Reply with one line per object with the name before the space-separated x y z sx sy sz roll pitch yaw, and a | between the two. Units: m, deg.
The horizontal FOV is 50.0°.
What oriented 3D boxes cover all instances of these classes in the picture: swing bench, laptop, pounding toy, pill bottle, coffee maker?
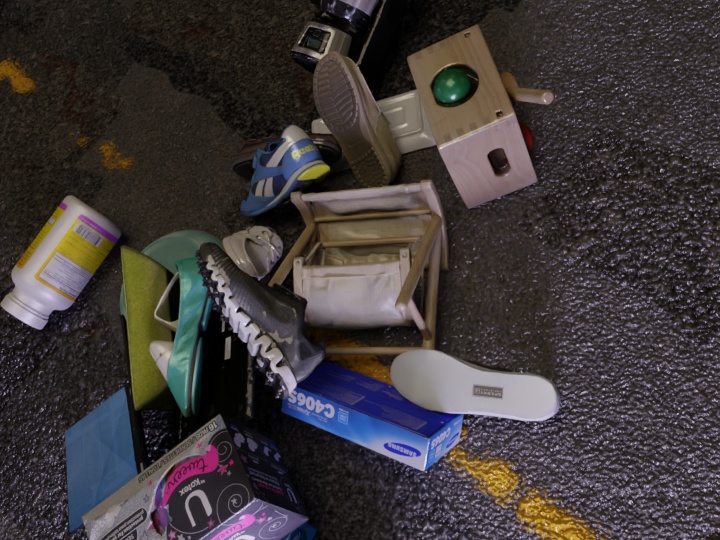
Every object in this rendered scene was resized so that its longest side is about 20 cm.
swing bench | 0.000 0.000 0.993 0.198 0.130 0.201 -2 52 23
laptop | -0.171 0.131 0.986 0.199 0.103 0.178 -22 58 34
pounding toy | 0.160 -0.200 0.976 0.141 0.200 0.185 -22 60 12
pill bottle | -0.475 -0.011 1.219 0.104 0.104 0.201 28 79 31
coffee maker | 0.006 -0.374 1.161 0.135 0.191 0.201 32 103 52
laptop | -0.351 0.202 1.033 0.115 0.201 0.188 -10 37 -17

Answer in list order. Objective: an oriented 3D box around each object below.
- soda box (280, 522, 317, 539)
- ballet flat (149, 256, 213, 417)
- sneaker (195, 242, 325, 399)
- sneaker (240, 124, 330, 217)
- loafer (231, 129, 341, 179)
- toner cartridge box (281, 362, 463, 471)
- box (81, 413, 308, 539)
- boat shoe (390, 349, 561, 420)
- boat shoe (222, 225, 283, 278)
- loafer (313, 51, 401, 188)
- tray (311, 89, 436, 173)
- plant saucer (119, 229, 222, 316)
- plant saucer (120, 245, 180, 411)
soda box | -0.157 0.302 0.956 0.199 0.064 0.068 20 76 29
ballet flat | -0.214 0.075 0.922 0.070 0.067 0.201 6 66 -4
sneaker | -0.110 0.043 0.885 0.090 0.067 0.201 -31 78 -24
sneaker | -0.117 -0.135 1.095 0.200 0.074 0.083 -30 86 50
loafer | -0.110 -0.185 1.151 0.199 0.072 0.063 -6 61 35
toner cartridge box | 0.013 0.169 0.924 0.199 0.095 0.043 16 108 29
box | -0.182 0.277 0.862 0.200 0.132 0.115 -37 56 4
boat shoe | 0.136 0.136 0.907 0.199 0.066 0.070 4 79 20
boat shoe | -0.140 -0.030 1.052 0.069 0.071 0.200 -25 16 1
loafer | -0.002 -0.210 1.087 0.075 0.068 0.201 -17 100 36
tray | 0.015 -0.211 1.150 0.199 0.022 0.108 -13 63 18
plant saucer | -0.288 0.021 1.164 0.199 0.036 0.201 -10 62 19
plant saucer | -0.257 0.080 1.014 0.048 0.200 0.202 -7 81 -3
